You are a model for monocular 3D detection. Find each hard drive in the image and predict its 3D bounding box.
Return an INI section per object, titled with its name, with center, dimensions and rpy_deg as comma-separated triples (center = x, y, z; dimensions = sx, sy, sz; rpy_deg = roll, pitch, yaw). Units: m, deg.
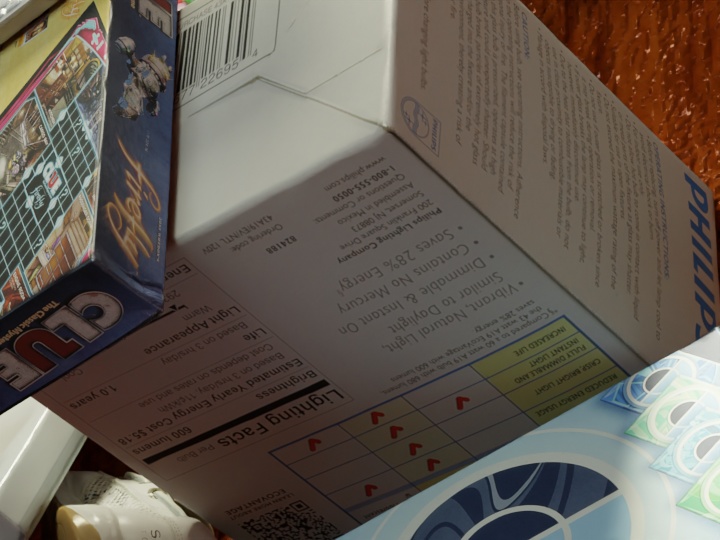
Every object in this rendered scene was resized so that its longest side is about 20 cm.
[hard drive]
center = -0.149, 0.079, 1.005
dimensions = 0.132, 0.027, 0.200
rpy_deg = -42, 12, 33

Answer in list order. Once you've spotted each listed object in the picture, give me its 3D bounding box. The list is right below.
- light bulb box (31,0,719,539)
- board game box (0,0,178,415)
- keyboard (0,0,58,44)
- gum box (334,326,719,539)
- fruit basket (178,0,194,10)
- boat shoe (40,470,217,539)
[light bulb box]
center = 0.000, 0.000, 0.868
dimensions = 0.198, 0.200, 0.125
rpy_deg = -26, 42, 31
[board game box]
center = -0.125, -0.034, 0.834
dimensions = 0.135, 0.035, 0.201
rpy_deg = -31, 38, 26
[keyboard]
center = -0.120, -0.110, 0.859
dimensions = 0.199, 0.011, 0.056
rpy_deg = -33, 37, 24
[gum box]
center = 0.066, 0.122, 0.736
dimensions = 0.199, 0.045, 0.170
rpy_deg = -28, 35, -2
[fruit basket]
center = -0.089, -0.082, 1.128
dimensions = 0.185, 0.094, 0.201
rpy_deg = -22, 42, 34
[boat shoe]
center = -0.093, 0.118, 0.966
dimensions = 0.200, 0.069, 0.071
rpy_deg = -174, 80, -77
